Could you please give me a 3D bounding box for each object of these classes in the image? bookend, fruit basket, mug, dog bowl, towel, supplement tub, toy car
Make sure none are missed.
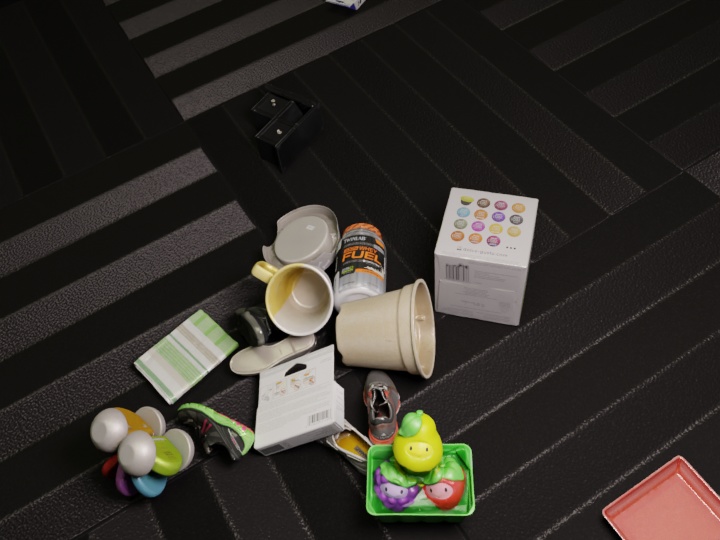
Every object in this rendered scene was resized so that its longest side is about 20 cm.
[{"bbox_3d":[-0.236,-0.396,2.114,0.197,0.093,0.200,25,59,26],"label":"bookend"},{"bbox_3d":[0.107,0.364,1.398,0.209,0.218,0.158,-2,50,6],"label":"fruit basket"},{"bbox_3d":[-0.131,0.036,1.682,0.147,0.153,0.190,-29,94,8],"label":"mug"},{"bbox_3d":[-0.134,-0.063,1.833,0.195,0.059,0.204,-14,46,14],"label":"dog bowl"},{"bbox_3d":[-0.387,0.192,1.714,0.148,0.031,0.199,37,62,27],"label":"towel"},{"bbox_3d":[0.000,0.000,1.750,0.119,0.124,0.204,-3,51,5],"label":"supplement tub"},{"bbox_3d":[-0.442,0.365,1.513,0.197,0.174,0.153,28,94,26],"label":"toy car"}]

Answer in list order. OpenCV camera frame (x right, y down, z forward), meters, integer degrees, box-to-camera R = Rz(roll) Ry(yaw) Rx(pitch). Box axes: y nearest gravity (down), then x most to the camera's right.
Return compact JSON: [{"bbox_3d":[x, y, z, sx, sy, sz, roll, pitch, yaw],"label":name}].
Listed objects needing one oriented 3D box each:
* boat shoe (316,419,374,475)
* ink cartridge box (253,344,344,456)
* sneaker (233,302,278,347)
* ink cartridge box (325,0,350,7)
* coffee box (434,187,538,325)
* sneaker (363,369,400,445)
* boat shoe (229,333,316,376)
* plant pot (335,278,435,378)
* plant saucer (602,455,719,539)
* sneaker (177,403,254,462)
[{"bbox_3d":[-0.040,0.327,1.529,0.198,0.071,0.071,35,63,29],"label":"boat shoe"},{"bbox_3d":[-0.124,0.264,1.559,0.196,0.044,0.177,-22,46,23],"label":"ink cartridge box"},{"bbox_3d":[-0.208,0.110,1.677,0.112,0.078,0.199,-18,9,-14],"label":"sneaker"},{"bbox_3d":[-0.026,-0.918,2.536,0.098,0.040,0.201,22,56,22],"label":"ink cartridge box"},{"bbox_3d":[0.275,-0.032,1.689,0.194,0.203,0.201,9,52,14],"label":"coffee box"},{"bbox_3d":[0.044,0.257,1.547,0.075,0.084,0.202,-8,33,-1],"label":"sneaker"},{"bbox_3d":[-0.186,0.188,1.678,0.195,0.057,0.068,-20,64,-3],"label":"boat shoe"},{"bbox_3d":[0.050,0.127,1.614,0.178,0.202,0.204,-5,50,17],"label":"plant pot"},{"bbox_3d":[0.565,0.464,1.364,0.196,0.037,0.201,-28,54,-15],"label":"plant saucer"},{"bbox_3d":[-0.306,0.328,1.558,0.196,0.077,0.085,16,72,33],"label":"sneaker"}]
